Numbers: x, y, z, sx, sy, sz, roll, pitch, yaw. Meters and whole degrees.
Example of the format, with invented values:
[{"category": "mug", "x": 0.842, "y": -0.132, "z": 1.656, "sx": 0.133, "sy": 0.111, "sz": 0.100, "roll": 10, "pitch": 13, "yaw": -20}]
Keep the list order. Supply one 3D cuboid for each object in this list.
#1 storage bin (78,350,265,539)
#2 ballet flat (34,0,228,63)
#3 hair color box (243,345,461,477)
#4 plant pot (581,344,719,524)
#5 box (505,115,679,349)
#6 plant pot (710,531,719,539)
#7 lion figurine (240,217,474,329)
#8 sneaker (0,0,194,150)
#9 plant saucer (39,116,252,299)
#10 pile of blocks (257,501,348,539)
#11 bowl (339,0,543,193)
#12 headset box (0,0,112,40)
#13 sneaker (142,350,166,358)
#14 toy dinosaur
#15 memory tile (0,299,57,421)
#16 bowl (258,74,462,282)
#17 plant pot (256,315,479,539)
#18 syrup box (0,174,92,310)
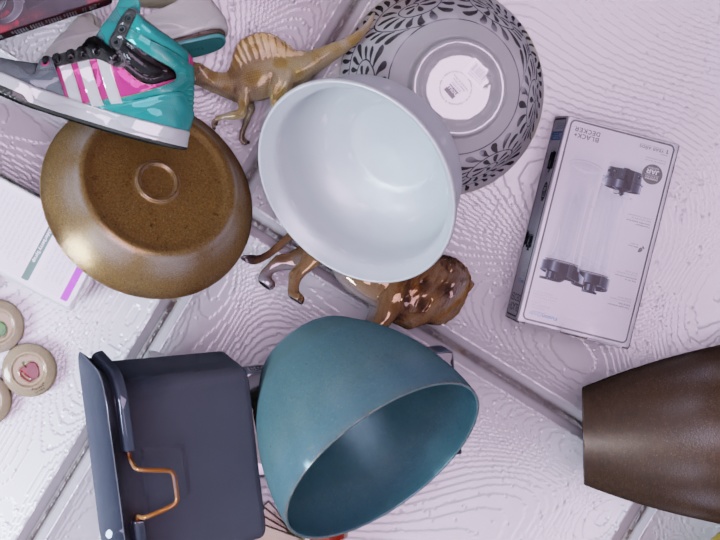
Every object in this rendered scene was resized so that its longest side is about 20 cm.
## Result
[{"category": "storage bin", "x": -0.160, "y": 0.164, "z": 1.663, "sx": 0.134, "sy": 0.145, "sz": 0.201, "roll": -11, "pitch": 103, "yaw": -17}, {"category": "ballet flat", "x": -0.221, "y": -0.211, "z": 1.735, "sx": 0.199, "sy": 0.069, "sz": 0.070, "roll": -17, "pitch": 96, "yaw": -11}, {"category": "hair color box", "x": -0.011, "y": 0.131, "z": 1.783, "sx": 0.199, "sy": 0.061, "sz": 0.100, "roll": -6, "pitch": 94, "yaw": -7}, {"category": "plant pot", "x": 0.308, "y": 0.155, "z": 1.784, "sx": 0.199, "sy": 0.187, "sz": 0.188, "roll": -2, "pitch": 94, "yaw": 7}, {"category": "box", "x": 0.218, "y": -0.036, "z": 1.803, "sx": 0.116, "sy": 0.060, "sz": 0.201, "roll": 12, "pitch": 92, "yaw": -9}, {"category": "plant pot", "x": 0.367, "y": 0.323, "z": 1.800, "sx": 0.200, "sy": 0.200, "sz": 0.142, "roll": -41, "pitch": 73, "yaw": -3}, {"category": "lion figurine", "x": 0.000, "y": 0.000, "z": 1.772, "sx": 0.199, "sy": 0.072, "sz": 0.123, "roll": 35, "pitch": 81, "yaw": -4}, {"category": "sneaker", "x": -0.232, "y": -0.188, "z": 1.653, "sx": 0.199, "sy": 0.084, "sz": 0.121, "roll": 16, "pitch": 90, "yaw": -13}, {"category": "plant saucer", "x": -0.187, "y": -0.073, "z": 1.708, "sx": 0.199, "sy": 0.035, "sz": 0.201, "roll": 9, "pitch": 64, "yaw": -19}, {"category": "pile of blocks", "x": -0.052, "y": 0.245, "z": 1.785, "sx": 0.082, "sy": 0.062, "sz": 0.200, "roll": 45, "pitch": 87, "yaw": -8}, {"category": "bowl", "x": 0.083, "y": -0.167, "z": 1.759, "sx": 0.199, "sy": 0.094, "sz": 0.202, "roll": -1, "pitch": 95, "yaw": -8}, {"category": "headset box", "x": -0.321, "y": -0.287, "z": 1.704, "sx": 0.199, "sy": 0.077, "sz": 0.150, "roll": -18, "pitch": 96, "yaw": -5}, {"category": "sneaker", "x": -0.161, "y": 0.175, "z": 1.766, "sx": 0.115, "sy": 0.074, "sz": 0.201, "roll": 5, "pitch": 100, "yaw": -12}, {"category": "toy dinosaur", "x": -0.073, "y": -0.172, "z": 1.748, "sx": 0.199, "sy": 0.058, "sz": 0.102, "roll": -13, "pitch": 104, "yaw": 0}, {"category": "memory tile", "x": -0.396, "y": 0.094, "z": 1.750, "sx": 0.200, "sy": 0.017, "sz": 0.154, "roll": -35, "pitch": 98, "yaw": -4}, {"category": "bowl", "x": 0.014, "y": -0.097, "z": 1.702, "sx": 0.200, "sy": 0.090, "sz": 0.202, "roll": 16, "pitch": 127, "yaw": 22}, {"category": "plant pot", "x": -0.014, "y": 0.119, "z": 1.672, "sx": 0.200, "sy": 0.200, "sz": 0.135, "roll": -35, "pitch": 62, "yaw": -4}, {"category": "syrup box", "x": -0.330, "y": -0.045, "z": 1.718, "sx": 0.199, "sy": 0.079, "sz": 0.082, "roll": 29, "pitch": 89, "yaw": -9}]
